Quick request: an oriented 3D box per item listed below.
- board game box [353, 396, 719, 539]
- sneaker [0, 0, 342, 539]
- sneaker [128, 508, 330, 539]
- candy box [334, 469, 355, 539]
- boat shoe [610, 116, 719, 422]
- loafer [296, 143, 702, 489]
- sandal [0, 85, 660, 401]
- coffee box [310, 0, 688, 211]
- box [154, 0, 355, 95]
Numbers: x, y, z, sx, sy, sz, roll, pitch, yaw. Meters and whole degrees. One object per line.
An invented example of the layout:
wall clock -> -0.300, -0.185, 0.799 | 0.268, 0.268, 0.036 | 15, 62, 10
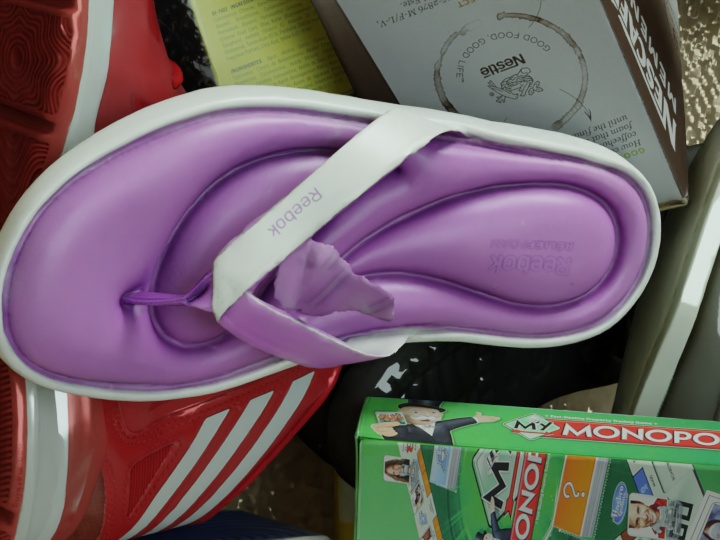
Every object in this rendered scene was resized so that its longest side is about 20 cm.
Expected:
board game box -> 0.063, 0.136, 0.846 | 0.134, 0.029, 0.200 | 5, 113, 5
sneaker -> -0.062, -0.021, 0.818 | 0.115, 0.078, 0.200 | -1, 106, -42
sneaker -> -0.098, 0.142, 0.836 | 0.199, 0.081, 0.115 | -16, 100, -22
candy box -> 0.043, 0.159, 0.919 | 0.102, 0.026, 0.200 | 0, 89, -4
boat shoe -> 0.103, 0.050, 0.881 | 0.060, 0.072, 0.202 | 16, 93, -1
loafer -> 0.043, 0.002, 0.918 | 0.200, 0.071, 0.073 | -26, 128, -44
sandal -> 0.000, -0.007, 0.777 | 0.203, 0.050, 0.083 | -7, 107, -29
coffee box -> 0.025, -0.116, 0.844 | 0.114, 0.080, 0.200 | -83, 153, -52
box -> -0.064, -0.137, 0.860 | 0.050, 0.075, 0.200 | -22, 98, -28
